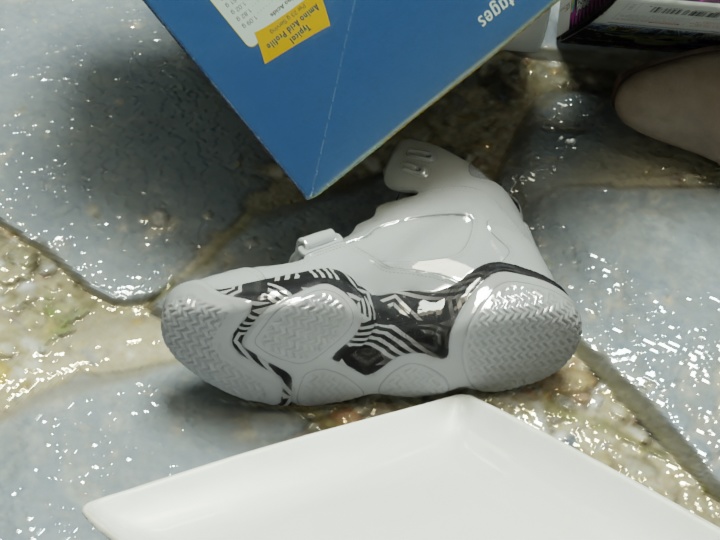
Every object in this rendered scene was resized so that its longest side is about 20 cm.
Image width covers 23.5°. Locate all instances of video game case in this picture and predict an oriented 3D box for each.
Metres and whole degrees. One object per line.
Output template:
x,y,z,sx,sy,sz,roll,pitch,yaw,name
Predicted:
0.219,-0.141,0.939,0.200,0.181,0.036,4,90,-2,video game case

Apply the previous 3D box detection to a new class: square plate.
0.015,0.112,0.702,0.200,0.028,0.198,-14,21,-27,square plate

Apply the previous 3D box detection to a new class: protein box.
-0.011,-0.176,0.842,0.199,0.135,0.200,-39,97,5,protein box

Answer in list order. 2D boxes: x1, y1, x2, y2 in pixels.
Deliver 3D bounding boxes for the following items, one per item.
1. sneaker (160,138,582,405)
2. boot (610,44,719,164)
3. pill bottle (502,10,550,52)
0.000,0.000,0.834,0.200,0.075,0.115,0,46,-14,sneaker
0.242,-0.046,0.908,0.200,0.070,0.146,0,48,-8,boot
0.006,-0.173,0.968,0.200,0.113,0.113,7,47,-2,pill bottle
